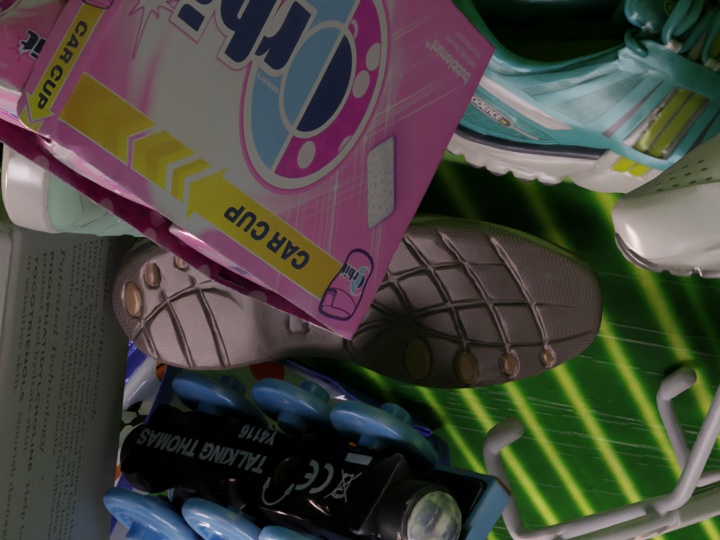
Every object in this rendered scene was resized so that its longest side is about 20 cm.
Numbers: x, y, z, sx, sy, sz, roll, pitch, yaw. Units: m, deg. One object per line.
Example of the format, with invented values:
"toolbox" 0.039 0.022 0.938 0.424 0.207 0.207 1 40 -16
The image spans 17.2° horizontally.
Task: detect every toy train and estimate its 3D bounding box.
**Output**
"toy train" -0.018 0.102 0.975 0.200 0.087 0.114 6 150 49

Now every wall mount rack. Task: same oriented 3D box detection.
"wall mount rack" 0.150 0.061 0.975 0.200 0.075 0.174 -12 172 -41

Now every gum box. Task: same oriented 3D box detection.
"gum box" -0.045 -0.068 0.737 0.066 0.114 0.200 23 172 32

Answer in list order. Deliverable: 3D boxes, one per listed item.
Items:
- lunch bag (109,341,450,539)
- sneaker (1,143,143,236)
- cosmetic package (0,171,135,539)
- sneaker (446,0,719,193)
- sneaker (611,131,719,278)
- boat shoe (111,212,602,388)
"lunch bag" -0.067 0.134 1.120 0.170 0.200 0.124 27 178 -25
"sneaker" -0.053 -0.046 0.863 0.118 0.074 0.200 6 -178 13
"cosmetic package" -0.195 0.045 0.945 0.167 0.167 0.200 7 -174 7
"sneaker" 0.115 -0.066 0.829 0.200 0.078 0.080 6 139 10
"sneaker" 0.166 -0.064 0.764 0.200 0.075 0.087 -29 101 4
"boat shoe" 0.000 0.000 0.982 0.200 0.072 0.076 6 113 -2
